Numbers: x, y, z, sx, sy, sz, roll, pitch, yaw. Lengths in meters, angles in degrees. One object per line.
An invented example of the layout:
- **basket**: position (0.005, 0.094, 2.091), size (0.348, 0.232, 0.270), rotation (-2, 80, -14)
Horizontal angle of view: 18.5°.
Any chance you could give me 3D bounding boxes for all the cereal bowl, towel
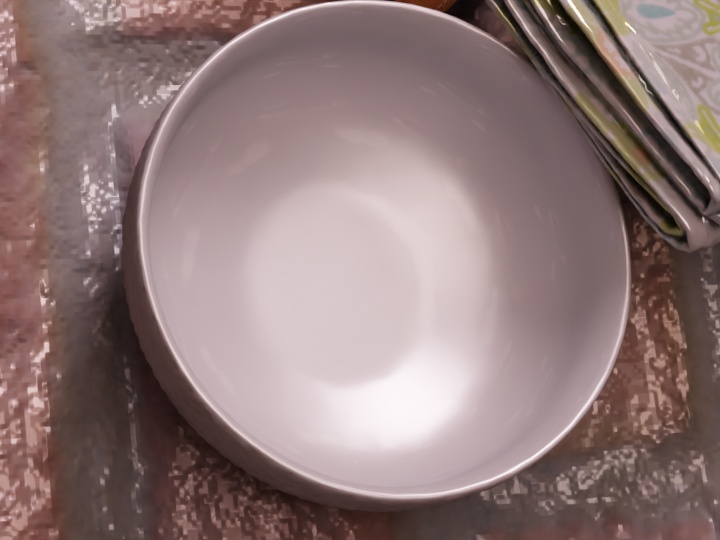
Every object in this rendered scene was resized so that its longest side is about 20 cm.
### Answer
- **cereal bowl**: position (0.000, 0.000, 0.863), size (0.200, 0.083, 0.200), rotation (6, 73, -18)
- **towel**: position (0.148, -0.110, 0.899), size (0.200, 0.048, 0.171), rotation (-28, 78, -36)

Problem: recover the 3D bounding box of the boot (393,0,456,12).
- **boot**: position (0.029, -0.212, 0.942), size (0.155, 0.077, 0.200), rotation (45, 55, -11)
